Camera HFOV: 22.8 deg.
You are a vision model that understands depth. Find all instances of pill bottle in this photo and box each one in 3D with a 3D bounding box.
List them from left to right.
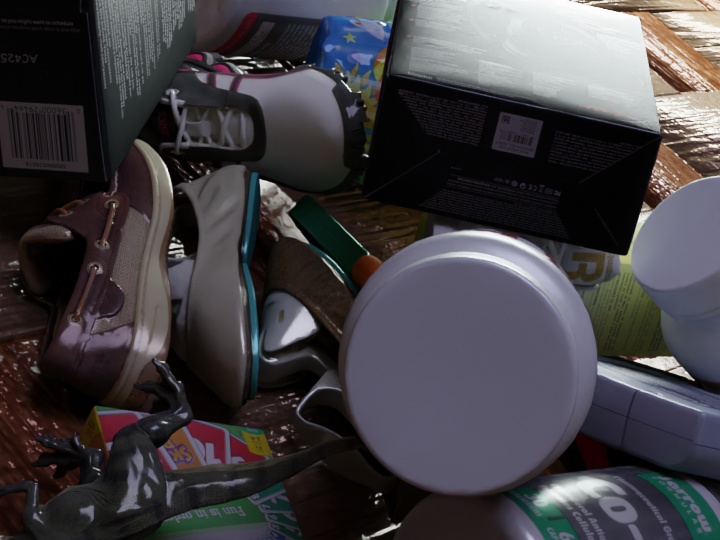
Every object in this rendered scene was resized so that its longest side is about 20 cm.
[{"bbox_3d":[-0.049,-0.207,1.291,0.199,0.111,0.111,-2,41,-44],"label":"pill bottle"},{"bbox_3d":[0.050,0.039,0.808,0.114,0.115,0.200,32,5,4],"label":"pill bottle"},{"bbox_3d":[0.116,0.154,0.869,0.199,0.114,0.113,0,40,-43],"label":"pill bottle"},{"bbox_3d":[0.246,0.038,1.053,0.200,0.111,0.112,43,20,-30],"label":"pill bottle"}]

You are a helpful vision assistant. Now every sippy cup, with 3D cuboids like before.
[{"bbox_3d":[0.024,-0.109,1.198,0.129,0.141,0.178,13,-8,-9],"label":"sippy cup"}]

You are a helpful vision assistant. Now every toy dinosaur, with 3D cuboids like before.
[{"bbox_3d":[-0.103,0.090,0.789,0.198,0.048,0.088,-18,36,-9],"label":"toy dinosaur"}]

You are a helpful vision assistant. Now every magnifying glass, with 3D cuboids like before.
[{"bbox_3d":[0.000,0.000,1.010,0.080,0.022,0.200,50,-5,-16],"label":"magnifying glass"}]

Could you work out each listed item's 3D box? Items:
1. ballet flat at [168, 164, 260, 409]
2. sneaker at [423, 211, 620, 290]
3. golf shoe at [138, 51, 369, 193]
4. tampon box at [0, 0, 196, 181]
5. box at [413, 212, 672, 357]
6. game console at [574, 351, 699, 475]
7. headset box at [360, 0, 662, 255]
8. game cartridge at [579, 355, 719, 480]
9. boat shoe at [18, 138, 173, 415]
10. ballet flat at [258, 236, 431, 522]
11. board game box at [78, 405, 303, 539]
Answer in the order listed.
[{"bbox_3d":[-0.087,0.007,0.978,0.069,0.070,0.201,21,28,-15],"label":"ballet flat"},{"bbox_3d":[0.091,-0.008,0.993,0.114,0.074,0.201,11,37,0],"label":"sneaker"},{"bbox_3d":[-0.075,-0.084,1.071,0.087,0.078,0.199,-14,18,-39],"label":"golf shoe"},{"bbox_3d":[-0.189,-0.152,1.007,0.148,0.128,0.200,4,28,8],"label":"tampon box"},{"bbox_3d":[0.129,0.010,1.103,0.198,0.076,0.050,1,35,-16],"label":"box"},{"bbox_3d":[0.220,0.132,1.097,0.198,0.031,0.178,17,35,-23],"label":"game console"},{"bbox_3d":[0.084,-0.099,1.008,0.147,0.078,0.201,12,27,-2],"label":"headset box"},{"bbox_3d":[0.158,0.077,0.972,0.132,0.042,0.200,9,5,-27],"label":"game cartridge"},{"bbox_3d":[-0.143,-0.009,0.935,0.071,0.072,0.201,19,37,-22],"label":"boat shoe"},{"bbox_3d":[-0.013,0.061,0.965,0.072,0.068,0.200,-20,58,-32],"label":"ballet flat"},{"bbox_3d":[-0.064,0.143,0.813,0.095,0.030,0.201,11,36,-30],"label":"board game box"}]
